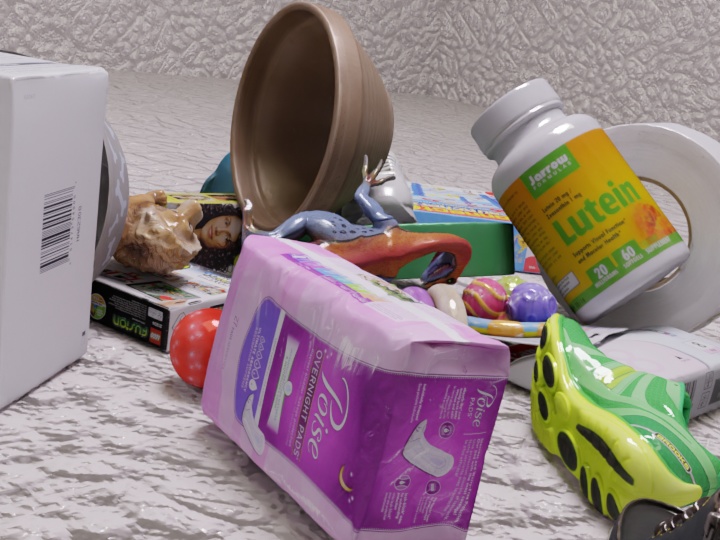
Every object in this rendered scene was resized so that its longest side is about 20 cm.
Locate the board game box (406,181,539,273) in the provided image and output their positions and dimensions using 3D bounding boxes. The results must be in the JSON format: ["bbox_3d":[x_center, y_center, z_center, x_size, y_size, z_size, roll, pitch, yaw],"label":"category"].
[{"bbox_3d":[0.106,-0.058,1.240,0.199,0.056,0.196,6,14,-9],"label":"board game box"}]

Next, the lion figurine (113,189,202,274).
[{"bbox_3d":[-0.216,-0.057,0.818,0.199,0.073,0.123,23,9,-3],"label":"lion figurine"}]

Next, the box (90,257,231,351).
[{"bbox_3d":[-0.189,0.011,0.840,0.199,0.035,0.110,18,17,32],"label":"box"}]

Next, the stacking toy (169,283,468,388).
[{"bbox_3d":[-0.030,0.050,0.705,0.198,0.086,0.085,2,15,-11],"label":"stacking toy"}]

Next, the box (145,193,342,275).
[{"bbox_3d":[-0.111,-0.035,0.992,0.199,0.076,0.050,-4,17,-38],"label":"box"}]

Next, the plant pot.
[{"bbox_3d":[-0.034,-0.129,0.916,0.092,0.202,0.201,5,14,-32],"label":"plant pot"}]

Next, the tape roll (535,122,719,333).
[{"bbox_3d":[0.265,-0.036,0.957,0.201,0.204,0.071,17,16,29],"label":"tape roll"}]

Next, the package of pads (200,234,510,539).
[{"bbox_3d":[-0.013,0.063,0.567,0.075,0.121,0.200,5,13,-34],"label":"package of pads"}]

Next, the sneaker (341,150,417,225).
[{"bbox_3d":[0.015,-0.079,1.010,0.076,0.081,0.200,0,3,-3],"label":"sneaker"}]

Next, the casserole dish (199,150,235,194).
[{"bbox_3d":[-0.076,-0.071,1.077,0.199,0.122,0.039,-5,37,-41],"label":"casserole dish"}]

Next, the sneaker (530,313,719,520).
[{"bbox_3d":[0.164,0.094,0.661,0.083,0.075,0.200,3,24,-12],"label":"sneaker"}]

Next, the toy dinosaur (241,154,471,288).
[{"bbox_3d":[0.000,0.000,0.774,0.180,0.106,0.200,4,30,-5],"label":"toy dinosaur"}]

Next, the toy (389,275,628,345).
[{"bbox_3d":[0.105,0.028,0.841,0.199,0.048,0.115,1,6,32],"label":"toy"}]

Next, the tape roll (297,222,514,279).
[{"bbox_3d":[0.042,-0.016,0.944,0.199,0.049,0.200,-1,0,0],"label":"tape roll"}]

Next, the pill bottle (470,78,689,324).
[{"bbox_3d":[0.184,-0.064,0.897,0.111,0.111,0.201,-14,67,-56],"label":"pill bottle"}]

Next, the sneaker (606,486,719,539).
[{"bbox_3d":[0.159,0.126,0.449,0.074,0.107,0.200,9,14,1],"label":"sneaker"}]

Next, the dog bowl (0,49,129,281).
[{"bbox_3d":[-0.261,-0.058,0.756,0.199,0.202,0.059,12,4,13],"label":"dog bowl"}]

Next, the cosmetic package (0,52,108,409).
[{"bbox_3d":[-0.284,-0.041,0.651,0.199,0.201,0.123,11,15,11],"label":"cosmetic package"}]

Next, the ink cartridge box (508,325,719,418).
[{"bbox_3d":[0.183,0.065,0.828,0.199,0.057,0.162,27,23,39],"label":"ink cartridge box"}]
